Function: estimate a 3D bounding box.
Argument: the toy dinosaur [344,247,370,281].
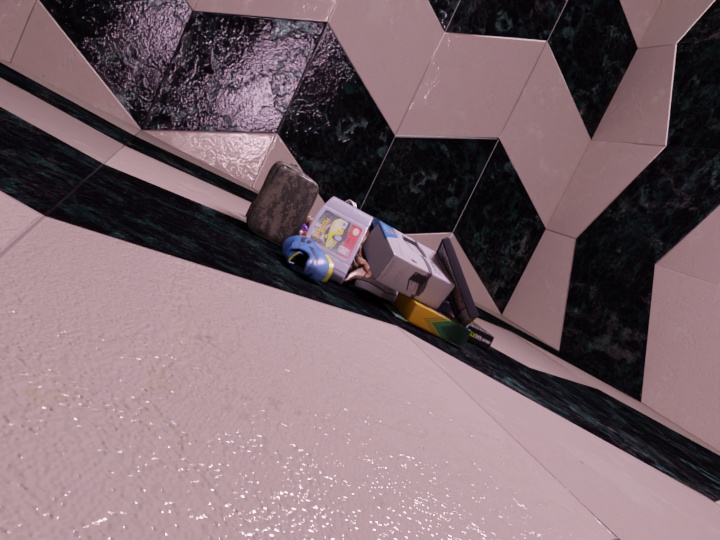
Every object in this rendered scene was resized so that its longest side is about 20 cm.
[{"bbox_3d":[0.000,0.000,1.571,0.201,0.084,0.137,-90,154,-66],"label":"toy dinosaur"}]

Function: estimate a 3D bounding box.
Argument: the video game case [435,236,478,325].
[{"bbox_3d":[0.234,0.036,1.465,0.181,0.025,0.204,86,-14,-77],"label":"video game case"}]

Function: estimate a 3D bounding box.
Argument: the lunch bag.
[{"bbox_3d":[-0.204,-0.180,1.521,0.137,0.203,0.168,25,6,-20],"label":"lunch bag"}]

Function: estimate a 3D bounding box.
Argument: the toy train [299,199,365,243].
[{"bbox_3d":[-0.077,-0.088,1.497,0.152,0.199,0.056,54,8,18],"label":"toy train"}]

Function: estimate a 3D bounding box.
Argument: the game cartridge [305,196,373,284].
[{"bbox_3d":[-0.062,-0.080,1.407,0.131,0.203,0.041,25,-30,2],"label":"game cartridge"}]

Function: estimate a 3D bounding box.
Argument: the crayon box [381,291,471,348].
[{"bbox_3d":[0.159,0.111,1.432,0.197,0.052,0.126,26,5,-19],"label":"crayon box"}]

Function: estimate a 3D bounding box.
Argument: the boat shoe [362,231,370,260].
[{"bbox_3d":[0.007,-0.067,1.736,0.070,0.069,0.202,17,-35,9],"label":"boat shoe"}]

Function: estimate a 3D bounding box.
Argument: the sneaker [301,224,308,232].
[{"bbox_3d":[-0.101,-0.068,1.619,0.198,0.085,0.080,27,4,-43],"label":"sneaker"}]

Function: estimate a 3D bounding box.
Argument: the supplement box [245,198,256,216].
[{"bbox_3d":[-0.228,-0.130,1.686,0.198,0.062,0.108,31,5,34],"label":"supplement box"}]

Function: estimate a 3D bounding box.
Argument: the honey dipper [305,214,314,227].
[{"bbox_3d":[-0.082,-0.092,1.688,0.198,0.038,0.038,37,6,6],"label":"honey dipper"}]

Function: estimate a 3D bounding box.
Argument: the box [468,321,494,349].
[{"bbox_3d":[0.267,0.146,1.701,0.197,0.048,0.193,26,3,-13],"label":"box"}]

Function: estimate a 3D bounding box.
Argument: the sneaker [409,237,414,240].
[{"bbox_3d":[0.135,-0.031,1.618,0.074,0.119,0.199,47,26,22],"label":"sneaker"}]

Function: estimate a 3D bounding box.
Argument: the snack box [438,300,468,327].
[{"bbox_3d":[0.206,0.112,1.554,0.197,0.073,0.024,26,4,-23],"label":"snack box"}]

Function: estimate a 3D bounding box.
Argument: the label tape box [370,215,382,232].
[{"bbox_3d":[0.055,-0.056,1.819,0.144,0.062,0.204,-137,-155,-72],"label":"label tape box"}]

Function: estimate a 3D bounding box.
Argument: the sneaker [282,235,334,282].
[{"bbox_3d":[-0.133,-0.037,1.264,0.077,0.067,0.199,19,10,-37],"label":"sneaker"}]

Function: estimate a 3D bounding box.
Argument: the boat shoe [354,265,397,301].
[{"bbox_3d":[0.052,0.022,1.475,0.073,0.088,0.201,17,-2,30],"label":"boat shoe"}]

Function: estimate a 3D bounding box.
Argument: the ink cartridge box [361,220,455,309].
[{"bbox_3d":[0.114,-0.012,1.412,0.197,0.084,0.146,26,25,-30],"label":"ink cartridge box"}]
